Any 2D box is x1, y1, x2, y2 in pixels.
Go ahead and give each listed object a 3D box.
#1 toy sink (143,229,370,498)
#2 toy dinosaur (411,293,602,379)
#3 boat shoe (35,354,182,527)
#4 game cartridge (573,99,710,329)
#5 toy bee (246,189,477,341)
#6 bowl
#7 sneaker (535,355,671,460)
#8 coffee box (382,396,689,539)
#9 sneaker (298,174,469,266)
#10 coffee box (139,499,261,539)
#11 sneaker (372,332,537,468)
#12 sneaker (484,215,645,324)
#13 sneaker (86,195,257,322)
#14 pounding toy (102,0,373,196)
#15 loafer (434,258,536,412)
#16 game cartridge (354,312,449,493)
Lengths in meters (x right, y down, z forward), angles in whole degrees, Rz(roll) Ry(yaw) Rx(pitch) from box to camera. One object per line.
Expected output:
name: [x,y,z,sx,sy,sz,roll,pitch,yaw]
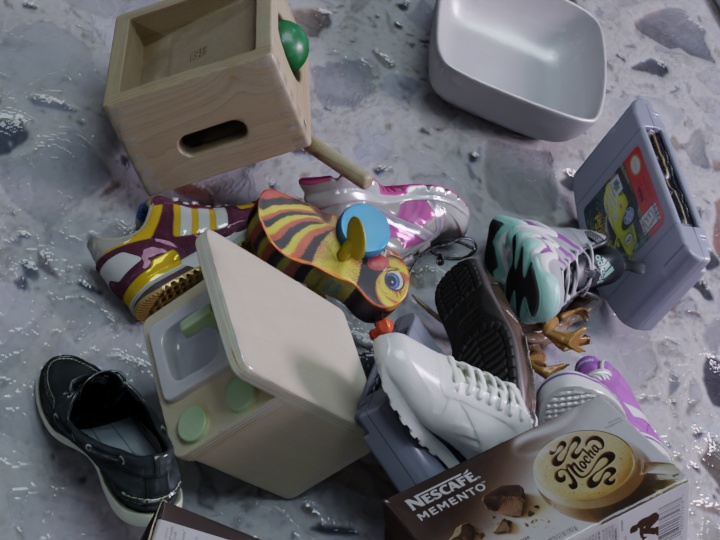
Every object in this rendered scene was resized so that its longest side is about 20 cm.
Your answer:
toy sink: [-0.090,0.079,1.280,0.200,0.112,0.131,33,31,-52]
toy dinosaur: [0.152,0.061,1.530,0.199,0.061,0.106,-4,24,-34]
boat shoe: [-0.193,0.110,1.247,0.074,0.067,0.200,-11,36,-24]
game cartridge: [0.269,-0.050,1.609,0.041,0.133,0.201,5,50,-24]
toy bee: [0.000,0.000,1.390,0.198,0.131,0.110,3,61,3]
bowl: [0.161,-0.224,1.755,0.199,0.075,0.201,19,46,-11]
sneaker: [0.196,0.115,1.447,0.200,0.072,0.115,42,22,-48]
coffee box: [0.130,0.190,1.216,0.199,0.080,0.113,-23,40,-19]
sneaker: [0.022,-0.037,1.524,0.199,0.081,0.089,4,86,-41]
coffee box: [-0.078,0.259,1.186,0.199,0.113,0.080,23,45,-9]
sneaker: [0.083,0.105,1.277,0.200,0.080,0.077,45,25,-35]
sneaker: [0.200,-0.002,1.521,0.139,0.078,0.200,6,20,-8]
sneaker: [-0.144,-0.037,1.432,0.090,0.075,0.199,49,46,11]
pounding toy: [-0.106,-0.153,1.462,0.198,0.143,0.185,-16,37,10]
loafer: [0.120,0.071,1.414,0.071,0.073,0.201,34,30,-32]
game cartridge: [0.056,0.127,1.351,0.134,0.041,0.200,60,18,-14]
